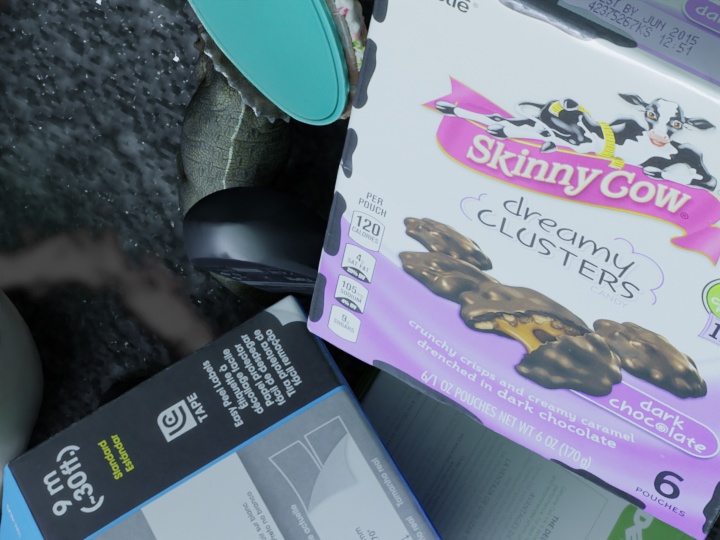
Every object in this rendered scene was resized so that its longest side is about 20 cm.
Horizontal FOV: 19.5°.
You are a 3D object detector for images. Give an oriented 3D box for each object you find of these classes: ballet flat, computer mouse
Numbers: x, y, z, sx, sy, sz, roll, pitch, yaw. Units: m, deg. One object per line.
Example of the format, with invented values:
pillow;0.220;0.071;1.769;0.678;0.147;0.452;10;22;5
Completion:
ballet flat;-0.052;-0.143;0.745;0.075;0.064;0.200;-12;126;45
computer mouse;0.000;0.000;0.855;0.058;0.200;0.034;2;78;35

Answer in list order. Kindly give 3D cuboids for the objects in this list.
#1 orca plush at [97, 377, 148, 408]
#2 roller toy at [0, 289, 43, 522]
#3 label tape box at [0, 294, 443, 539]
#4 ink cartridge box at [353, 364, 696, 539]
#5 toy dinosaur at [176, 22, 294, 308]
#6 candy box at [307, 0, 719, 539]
orca plush;-0.034;0.115;0.949;0.200;0.071;0.105;37;114;-6
roller toy;-0.240;0.073;0.904;0.182;0.200;0.140;22;118;-3
label tape box;-0.072;0.125;0.815;0.199;0.144;0.063;-31;150;-3
ink cartridge box;0.067;0.128;0.901;0.200;0.104;0.059;34;159;-3
toy dinosaur;-0.050;-0.048;0.867;0.077;0.102;0.201;19;114;3
candy box;0.080;-0.024;0.703;0.167;0.072;0.200;28;142;12
